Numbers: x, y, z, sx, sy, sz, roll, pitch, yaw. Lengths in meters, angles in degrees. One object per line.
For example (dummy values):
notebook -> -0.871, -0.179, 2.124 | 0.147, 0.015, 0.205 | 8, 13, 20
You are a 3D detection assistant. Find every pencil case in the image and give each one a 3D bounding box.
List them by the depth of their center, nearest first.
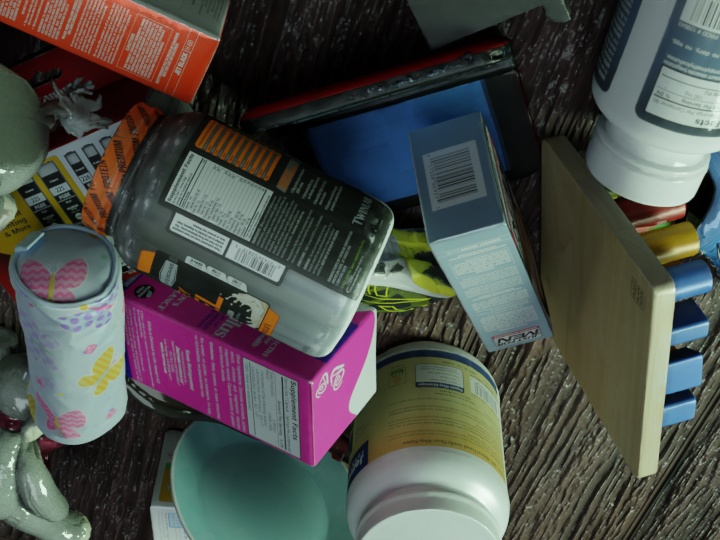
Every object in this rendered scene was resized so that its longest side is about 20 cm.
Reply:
pencil case -> -0.232, 0.054, 0.947 | 0.091, 0.083, 0.201 | 40, 145, 21

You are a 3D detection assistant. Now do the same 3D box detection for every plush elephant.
plush elephant -> -0.298, -0.093, 0.828 | 0.154, 0.199, 0.166 | -15, 86, 40
plush elephant -> -0.313, 0.141, 1.091 | 0.155, 0.164, 0.200 | -52, 154, -5

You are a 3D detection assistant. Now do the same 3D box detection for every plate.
plate -> -0.088, 0.214, 1.092 | 0.199, 0.201, 0.026 | 25, 129, -16

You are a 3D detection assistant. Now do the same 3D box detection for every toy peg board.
toy peg board -> 0.226, 0.017, 0.942 | 0.097, 0.200, 0.201 | -15, 130, -8

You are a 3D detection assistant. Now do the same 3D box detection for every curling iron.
curling iron -> -0.019, 0.174, 1.128 | 0.026, 0.050, 0.200 | -38, 143, 7

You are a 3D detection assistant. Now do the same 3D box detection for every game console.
game console -> 0.031, -0.096, 0.908 | 0.198, 0.172, 0.120 | -15, 99, 12

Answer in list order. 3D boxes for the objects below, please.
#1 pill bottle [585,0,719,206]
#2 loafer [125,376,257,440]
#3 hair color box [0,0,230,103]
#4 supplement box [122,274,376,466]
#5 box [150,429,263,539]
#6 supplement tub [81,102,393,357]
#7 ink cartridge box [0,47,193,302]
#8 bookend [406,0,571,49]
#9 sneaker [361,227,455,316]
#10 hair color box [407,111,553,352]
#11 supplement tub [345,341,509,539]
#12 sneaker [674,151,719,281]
pill bottle -> 0.234, -0.153, 0.851 | 0.119, 0.120, 0.201 | 10, 128, -6
loafer -> -0.131, 0.098, 1.093 | 0.199, 0.073, 0.072 | 20, 122, -25
hair color box -> -0.195, -0.204, 0.839 | 0.199, 0.102, 0.061 | 23, 125, -14
supplement box -> -0.094, 0.061, 0.982 | 0.199, 0.101, 0.104 | 22, 135, 22
box -> -0.145, 0.268, 1.197 | 0.111, 0.102, 0.201 | 2, 128, 1
supplement tub -> -0.087, -0.032, 0.838 | 0.199, 0.123, 0.123 | 26, 125, -3
ink cartridge box -> -0.227, -0.079, 0.946 | 0.199, 0.084, 0.176 | -20, 124, 17
bookend -> 0.016, -0.238, 0.810 | 0.197, 0.092, 0.201 | -20, 125, 17
sneaker -> 0.000, 0.000, 0.980 | 0.199, 0.075, 0.085 | 18, 138, -35
hair color box -> 0.097, -0.024, 0.922 | 0.060, 0.100, 0.200 | -15, 150, 12
supplement tub -> 0.059, 0.178, 1.058 | 0.143, 0.201, 0.145 | 1, 127, 1
sneaker -> 0.305, -0.031, 0.979 | 0.088, 0.079, 0.201 | -2, 119, 13
